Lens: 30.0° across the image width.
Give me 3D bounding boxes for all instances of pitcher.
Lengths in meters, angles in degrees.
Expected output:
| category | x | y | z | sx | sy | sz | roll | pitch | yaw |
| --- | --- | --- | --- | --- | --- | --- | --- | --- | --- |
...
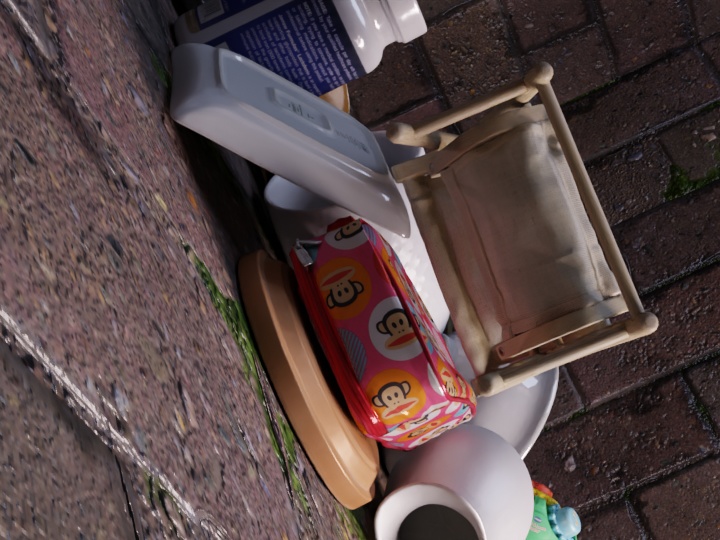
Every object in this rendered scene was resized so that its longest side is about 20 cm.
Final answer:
| category | x | y | z | sx | sy | sz | roll | pitch | yaw |
| --- | --- | --- | --- | --- | --- | --- | --- | --- | --- |
| pitcher | 0.075 | 0.219 | 1.063 | 0.200 | 0.120 | 0.173 | -37 | 123 | -74 |

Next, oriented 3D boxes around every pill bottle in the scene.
| category | x | y | z | sx | sy | sz | roll | pitch | yaw |
| --- | --- | --- | --- | --- | --- | --- | --- | --- | --- |
| pill bottle | -0.051 | -0.208 | 1.168 | 0.116 | 0.199 | 0.116 | -24 | 90 | -85 |

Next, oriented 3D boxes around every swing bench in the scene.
| category | x | y | z | sx | sy | sz | roll | pitch | yaw |
| --- | --- | --- | --- | --- | --- | --- | --- | --- | --- |
| swing bench | 0.111 | -0.021 | 0.996 | 0.200 | 0.129 | 0.200 | 51 | 18 | -84 |

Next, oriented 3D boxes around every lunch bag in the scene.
| category | x | y | z | sx | sy | sz | roll | pitch | yaw |
| --- | --- | --- | --- | --- | --- | --- | --- | --- | --- |
| lunch bag | 0.015 | 0.039 | 1.004 | 0.177 | 0.082 | 0.200 | 66 | 5 | 16 |

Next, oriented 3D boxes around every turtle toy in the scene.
| category | x | y | z | sx | sy | sz | roll | pitch | yaw |
| --- | --- | --- | --- | --- | --- | --- | --- | --- | --- |
| turtle toy | 0.138 | 0.251 | 1.350 | 0.199 | 0.102 | 0.146 | 25 | -13 | -4 |

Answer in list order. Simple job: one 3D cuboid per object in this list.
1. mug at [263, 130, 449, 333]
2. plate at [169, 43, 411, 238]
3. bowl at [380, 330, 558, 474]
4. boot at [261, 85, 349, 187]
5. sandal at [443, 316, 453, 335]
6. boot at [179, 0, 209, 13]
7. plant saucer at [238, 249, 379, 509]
| category | x | y | z | sx | sy | sz | roll | pitch | yaw |
| --- | --- | --- | --- | --- | --- | --- | --- | --- | --- |
| mug | 0.000 | 0.000 | 1.183 | 0.200 | 0.147 | 0.176 | -54 | 132 | -49 |
| plate | -0.052 | -0.111 | 1.036 | 0.199 | 0.032 | 0.200 | 27 | 16 | -17 |
| bowl | 0.081 | 0.122 | 1.232 | 0.090 | 0.201 | 0.201 | 37 | 15 | -19 |
| boot | -0.056 | -0.148 | 1.306 | 0.144 | 0.070 | 0.203 | 35 | 55 | -79 |
| sandal | 0.063 | 0.039 | 1.326 | 0.212 | 0.069 | 0.078 | 102 | 4 | -49 |
| boot | -0.167 | -0.331 | 1.281 | 0.200 | 0.072 | 0.182 | 57 | 21 | -24 |
| plant saucer | -0.032 | 0.076 | 0.984 | 0.200 | 0.032 | 0.201 | -24 | 90 | -86 |
